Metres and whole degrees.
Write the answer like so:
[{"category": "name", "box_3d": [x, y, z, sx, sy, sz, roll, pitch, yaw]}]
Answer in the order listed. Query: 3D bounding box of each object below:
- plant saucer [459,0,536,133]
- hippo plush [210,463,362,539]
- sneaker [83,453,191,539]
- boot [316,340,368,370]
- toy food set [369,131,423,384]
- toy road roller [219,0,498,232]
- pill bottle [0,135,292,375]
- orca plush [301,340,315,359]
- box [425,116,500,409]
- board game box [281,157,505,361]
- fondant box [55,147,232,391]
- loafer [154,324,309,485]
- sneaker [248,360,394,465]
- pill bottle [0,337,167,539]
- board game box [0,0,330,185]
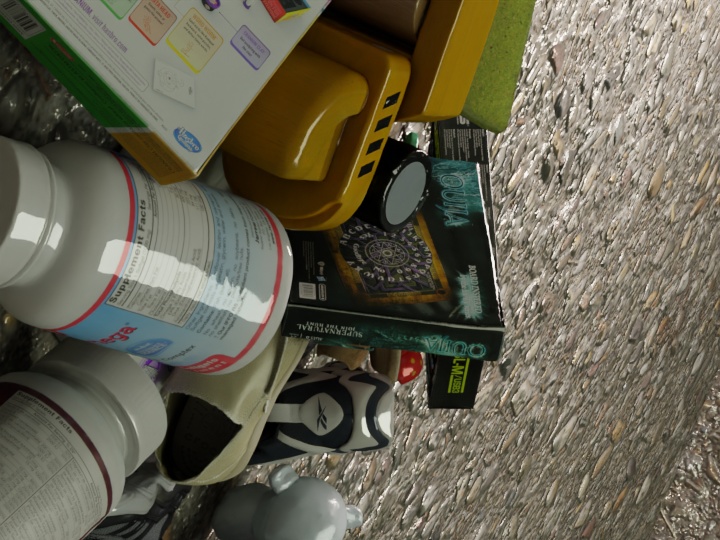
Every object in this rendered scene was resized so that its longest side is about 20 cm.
[{"category": "plant saucer", "box_3d": [0.032, -0.214, 1.394, 0.048, 0.200, 0.200, -17, 132, -38]}, {"category": "hippo plush", "box_3d": [-0.080, 0.231, 1.673, 0.159, 0.200, 0.161, 28, 65, -39]}, {"category": "sneaker", "box_3d": [-0.179, 0.182, 1.463, 0.200, 0.075, 0.114, -12, 122, -68]}, {"category": "boot", "box_3d": [0.000, 0.000, 1.449, 0.200, 0.073, 0.076, -68, 176, -66]}, {"category": "toy food set", "box_3d": [0.034, -0.010, 1.692, 0.198, 0.049, 0.200, -93, -176, -53]}, {"category": "toy road roller", "box_3d": [-0.018, -0.121, 1.295, 0.146, 0.123, 0.200, -1, 115, -60]}, {"category": "pill bottle", "box_3d": [-0.142, -0.011, 1.223, 0.200, 0.109, 0.109, 19, 96, -43]}, {"category": "orca plush", "box_3d": [-0.041, 0.045, 1.557, 0.105, 0.071, 0.200, -57, -178, -5]}, {"category": "box", "box_3d": [0.078, -0.017, 1.741, 0.193, 0.047, 0.200, 100, -10, -57]}, {"category": "board game box", "box_3d": [0.017, -0.016, 1.354, 0.200, 0.135, 0.028, -93, -168, -57]}, {"category": "fondant box", "box_3d": [-0.124, -0.027, 1.394, 0.200, 0.058, 0.144, -56, 158, -21]}, {"category": "loafer", "box_3d": [-0.085, 0.065, 1.406, 0.068, 0.076, 0.200, -43, 153, -60]}, {"category": "sneaker", "box_3d": [-0.060, 0.112, 1.691, 0.199, 0.129, 0.080, -167, -100, -74]}, {"category": "pill bottle", "box_3d": [-0.211, 0.130, 1.278, 0.200, 0.109, 0.110, -45, 151, -41]}, {"category": "board game box", "box_3d": [-0.097, -0.171, 1.194, 0.153, 0.040, 0.200, 47, 61, -21]}]
